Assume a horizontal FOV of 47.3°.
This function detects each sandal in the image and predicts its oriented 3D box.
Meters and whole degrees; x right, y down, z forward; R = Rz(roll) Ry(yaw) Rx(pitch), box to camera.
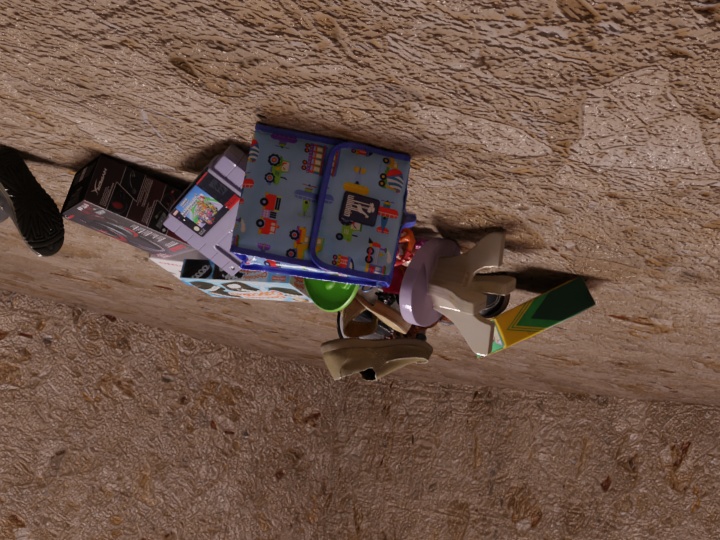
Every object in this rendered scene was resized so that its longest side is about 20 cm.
[{"bbox_3d":[-0.001,0.078,1.326,0.078,0.070,0.211,40,170,-31],"label":"sandal"}]

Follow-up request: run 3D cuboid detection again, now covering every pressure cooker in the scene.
[{"bbox_3d":[0.039,0.109,1.677,0.174,0.181,0.200,-16,164,6],"label":"pressure cooker"}]

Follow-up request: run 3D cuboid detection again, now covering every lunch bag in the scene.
[{"bbox_3d":[-0.034,-0.067,0.945,0.198,0.152,0.094,9,168,3],"label":"lunch bag"}]

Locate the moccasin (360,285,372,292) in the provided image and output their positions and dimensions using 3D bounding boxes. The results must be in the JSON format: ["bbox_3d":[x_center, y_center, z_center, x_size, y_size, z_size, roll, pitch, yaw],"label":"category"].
[{"bbox_3d":[0.000,0.000,1.416,0.067,0.081,0.200,7,170,-9],"label":"moccasin"}]

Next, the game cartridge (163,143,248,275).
[{"bbox_3d":[-0.172,-0.074,1.083,0.129,0.039,0.200,34,141,-18],"label":"game cartridge"}]

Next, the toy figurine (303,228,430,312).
[{"bbox_3d":[0.039,-0.025,1.246,0.183,0.152,0.200,2,151,-39],"label":"toy figurine"}]

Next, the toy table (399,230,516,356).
[{"bbox_3d":[0.149,0.024,1.218,0.116,0.186,0.200,12,-153,26],"label":"toy table"}]

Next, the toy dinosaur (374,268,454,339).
[{"bbox_3d":[0.100,0.054,1.387,0.136,0.200,0.102,45,168,-2],"label":"toy dinosaur"}]

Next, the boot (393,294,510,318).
[{"bbox_3d":[0.160,0.036,1.473,0.149,0.074,0.200,12,175,-26],"label":"boot"}]

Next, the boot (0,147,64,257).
[{"bbox_3d":[-0.541,-0.093,1.265,0.072,0.183,0.199,-29,-171,-41],"label":"boot"}]

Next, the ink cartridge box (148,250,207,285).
[{"bbox_3d":[-0.277,-0.028,1.491,0.144,0.085,0.200,7,168,10],"label":"ink cartridge box"}]

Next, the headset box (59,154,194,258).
[{"bbox_3d":[-0.328,-0.086,1.232,0.199,0.076,0.148,25,162,-30],"label":"headset box"}]

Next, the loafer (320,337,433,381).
[{"bbox_3d":[0.027,0.146,1.336,0.198,0.068,0.076,2,170,-23],"label":"loafer"}]

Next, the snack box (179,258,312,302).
[{"bbox_3d":[-0.182,0.017,1.355,0.198,0.038,0.116,2,164,20],"label":"snack box"}]

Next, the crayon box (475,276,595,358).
[{"bbox_3d":[0.291,0.087,1.433,0.171,0.059,0.200,-25,172,-9],"label":"crayon box"}]
